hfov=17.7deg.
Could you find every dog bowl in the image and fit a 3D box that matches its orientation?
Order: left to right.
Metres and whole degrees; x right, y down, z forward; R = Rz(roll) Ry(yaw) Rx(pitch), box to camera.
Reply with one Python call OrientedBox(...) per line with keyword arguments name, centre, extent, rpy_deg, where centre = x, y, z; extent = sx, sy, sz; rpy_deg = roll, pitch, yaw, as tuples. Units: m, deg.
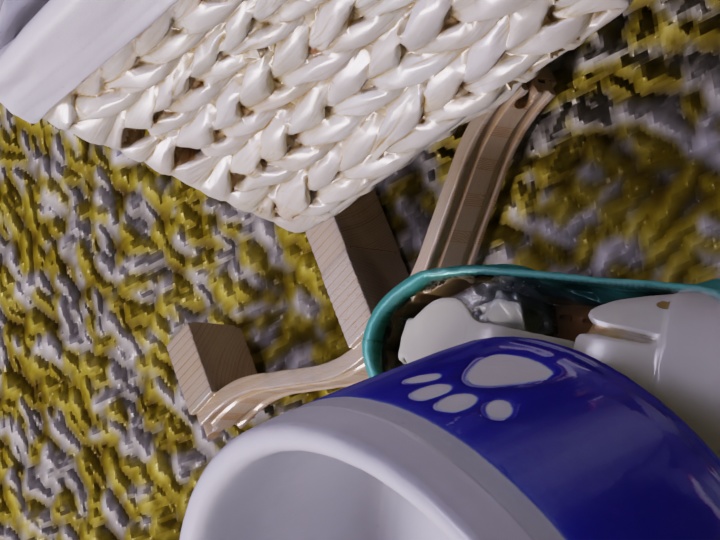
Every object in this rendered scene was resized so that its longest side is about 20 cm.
OrientedBox(name="dog bowl", centre=(0.037, 0.122, 0.623), extent=(0.200, 0.079, 0.201), rpy_deg=(32, 132, 42))

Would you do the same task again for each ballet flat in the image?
OrientedBox(name="ballet flat", centre=(0.070, 0.032, 0.657), extent=(0.200, 0.070, 0.068), rpy_deg=(3, 87, 52))

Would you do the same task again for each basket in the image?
OrientedBox(name="basket", centre=(-0.006, -0.113, 0.684), extent=(0.200, 0.123, 0.136), rpy_deg=(-34, 32, 52))

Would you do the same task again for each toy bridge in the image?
OrientedBox(name="toy bridge", centre=(0.000, 0.000, 0.784), extent=(0.200, 0.027, 0.067), rpy_deg=(-48, 51, 36))

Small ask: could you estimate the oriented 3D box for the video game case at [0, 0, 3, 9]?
OrientedBox(name="video game case", centre=(-0.133, -0.178, 0.900), extent=(0.200, 0.022, 0.183), rpy_deg=(40, 129, 20))
